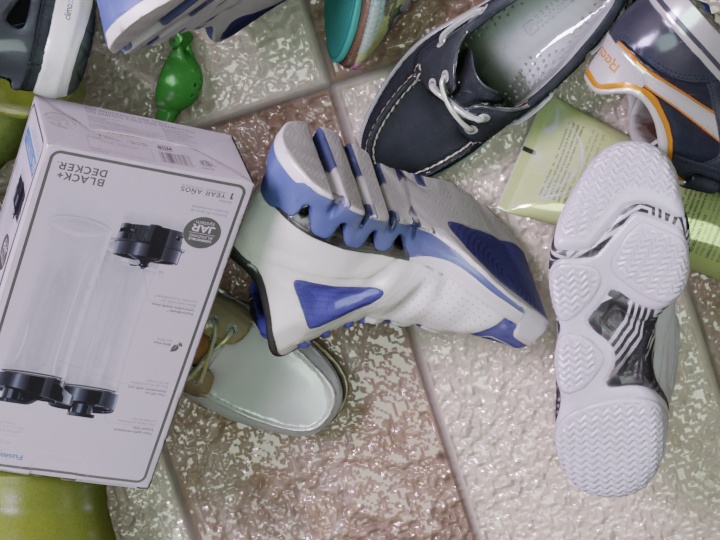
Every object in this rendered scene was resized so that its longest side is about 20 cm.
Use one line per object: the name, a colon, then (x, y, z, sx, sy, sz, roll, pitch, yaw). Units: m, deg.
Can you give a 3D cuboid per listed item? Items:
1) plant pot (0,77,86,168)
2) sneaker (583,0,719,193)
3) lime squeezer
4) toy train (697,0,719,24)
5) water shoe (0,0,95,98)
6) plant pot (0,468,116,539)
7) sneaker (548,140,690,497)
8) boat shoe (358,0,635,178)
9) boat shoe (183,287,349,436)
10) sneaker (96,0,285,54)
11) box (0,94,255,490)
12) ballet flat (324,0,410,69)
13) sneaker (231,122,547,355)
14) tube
plant pot: (-0.286, -0.071, 1.074, 0.200, 0.200, 0.190, 33, 109, -2)
sneaker: (0.203, -0.079, 1.082, 0.079, 0.078, 0.200, -42, 120, 14)
lime squeezer: (-0.130, -0.132, 1.130, 0.071, 0.038, 0.200, -9, 99, 34)
toy train: (0.243, -0.145, 1.111, 0.200, 0.034, 0.046, -2, 94, 2)
water shoe: (-0.193, -0.160, 1.039, 0.079, 0.200, 0.072, 12, 113, -22)
plant pot: (-0.212, 0.205, 1.103, 0.200, 0.200, 0.193, 1, 87, 2)
sneaker: (0.146, 0.018, 1.087, 0.075, 0.115, 0.200, 4, 105, 9)
boat shoe: (0.072, -0.116, 1.092, 0.076, 0.060, 0.200, 43, 110, -6)
boat shoe: (-0.100, 0.041, 1.128, 0.200, 0.068, 0.075, 28, 97, -2)
sneaker: (-0.096, -0.187, 1.033, 0.081, 0.199, 0.115, -28, 88, 24)
box: (-0.145, 0.016, 1.032, 0.117, 0.060, 0.200, 9, 117, -22)
ballet flat: (0.015, -0.216, 1.100, 0.071, 0.069, 0.200, -5, 98, -24)
sneaker: (0.000, 0.000, 1.094, 0.199, 0.081, 0.115, 26, 123, -32)
tube: (0.186, -0.034, 1.123, 0.200, 0.058, 0.052, 22, 128, 1)
